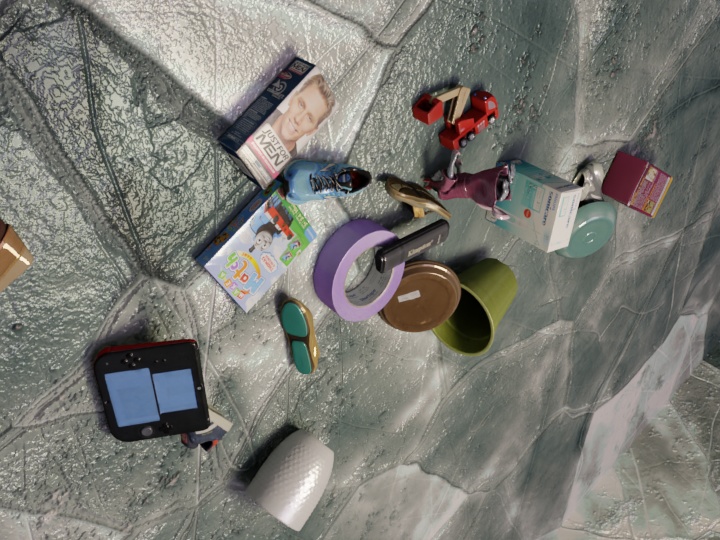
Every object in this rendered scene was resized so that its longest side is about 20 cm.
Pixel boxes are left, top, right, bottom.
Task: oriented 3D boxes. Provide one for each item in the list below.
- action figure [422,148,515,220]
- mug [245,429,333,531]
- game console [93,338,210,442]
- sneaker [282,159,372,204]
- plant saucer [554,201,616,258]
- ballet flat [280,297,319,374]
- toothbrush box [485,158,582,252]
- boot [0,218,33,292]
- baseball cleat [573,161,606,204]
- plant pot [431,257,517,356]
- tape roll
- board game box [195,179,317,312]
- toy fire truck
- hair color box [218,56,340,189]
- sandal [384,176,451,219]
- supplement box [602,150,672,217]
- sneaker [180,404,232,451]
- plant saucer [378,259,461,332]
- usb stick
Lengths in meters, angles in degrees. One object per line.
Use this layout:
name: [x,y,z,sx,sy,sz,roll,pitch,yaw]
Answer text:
action figure: [0.225,-0.174,1.584,0.133,0.196,0.153,-3,90,-63]
mug: [-0.141,0.451,1.659,0.177,0.146,0.200,-55,170,-13]
game console: [-0.356,0.209,1.300,0.172,0.031,0.204,-4,123,-5]
sneaker: [-0.057,-0.166,1.361,0.198,0.089,0.080,-15,101,-44]
plant saucer: [0.623,-0.100,2.073,0.195,0.036,0.203,-15,139,-13]
ballet flat: [-0.119,0.121,1.531,0.063,0.067,0.203,-57,151,-45]
toothbrush box: [0.400,-0.154,1.753,0.084,0.199,0.150,-15,126,-37]
boot: [-0.564,-0.007,1.011,0.201,0.072,0.167,-48,127,-9]
baseball cleat: [0.618,-0.199,2.055,0.105,0.070,0.203,-29,126,-15]
plant pot: [0.279,0.067,1.806,0.189,0.197,0.204,-37,137,-39]
tape roll: [0.000,0.000,1.557,0.197,0.065,0.204,-24,129,-32]
board game box: [-0.183,-0.043,1.369,0.200,0.036,0.152,-47,138,-11]
toy fire truck: [0.202,-0.330,1.561,0.199,0.048,0.143,-39,137,-20]
hair color box: [-0.134,-0.248,1.272,0.201,0.060,0.100,-49,139,-10]
sandal: [0.113,-0.141,1.578,0.198,0.081,0.054,13,122,-46]
supplement box: [0.789,-0.243,2.155,0.198,0.103,0.133,12,107,-48]
sneaker: [-0.319,0.282,1.410,0.085,0.074,0.201,-52,140,-12]
plant saucer: [0.130,0.066,1.679,0.195,0.030,0.204,-4,128,-5]
usb stick: [0.108,-0.052,1.558,0.198,0.032,0.057,-27,132,-32]
